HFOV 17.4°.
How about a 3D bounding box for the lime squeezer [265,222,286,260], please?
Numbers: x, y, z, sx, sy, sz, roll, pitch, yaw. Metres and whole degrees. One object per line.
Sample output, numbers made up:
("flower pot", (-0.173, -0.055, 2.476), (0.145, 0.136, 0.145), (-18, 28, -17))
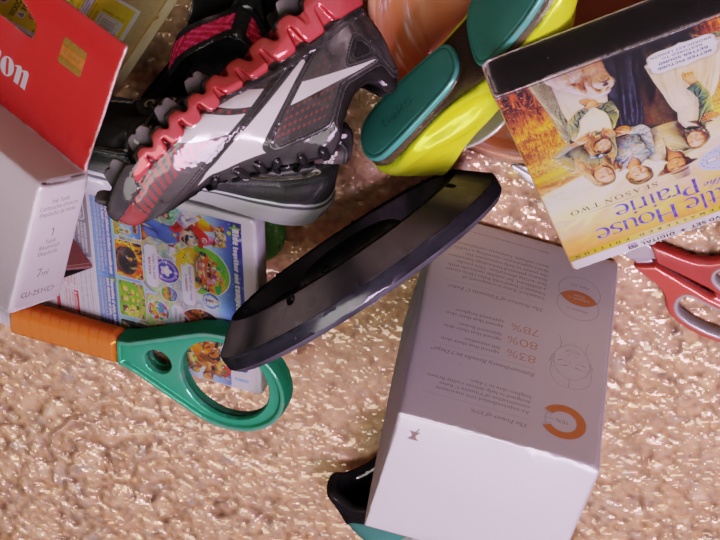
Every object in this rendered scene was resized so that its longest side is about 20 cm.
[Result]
("lime squeezer", (-0.094, -0.026, 1.523), (0.199, 0.038, 0.071), (-28, 121, 30))

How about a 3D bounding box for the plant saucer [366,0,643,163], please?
("plant saucer", (0.104, -0.154, 1.390), (0.199, 0.038, 0.201), (5, 127, 7))

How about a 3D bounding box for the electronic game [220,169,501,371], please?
("electronic game", (0.000, 0.000, 1.428), (0.199, 0.200, 0.042), (-30, 99, 28))

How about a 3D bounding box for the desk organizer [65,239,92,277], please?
("desk organizer", (-0.280, 0.012, 1.542), (0.199, 0.072, 0.077), (-18, 118, 32))

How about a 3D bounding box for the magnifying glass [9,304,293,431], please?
("magnifying glass", (-0.138, 0.055, 1.543), (0.199, 0.022, 0.080), (16, 131, 17))

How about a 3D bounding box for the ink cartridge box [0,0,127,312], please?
("ink cartridge box", (-0.239, -0.102, 1.405), (0.200, 0.045, 0.177), (37, 124, 28))

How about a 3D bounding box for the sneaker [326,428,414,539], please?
("sneaker", (0.059, 0.129, 1.593), (0.080, 0.072, 0.200), (37, 126, -23))

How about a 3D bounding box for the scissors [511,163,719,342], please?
("scissors", (0.176, -0.007, 1.503), (0.199, 0.014, 0.073), (20, 130, -7))

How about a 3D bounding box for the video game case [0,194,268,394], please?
("video game case", (-0.154, -0.002, 1.534), (0.199, 0.018, 0.144), (15, 130, 18))

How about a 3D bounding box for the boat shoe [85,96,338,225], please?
("boat shoe", (-0.108, -0.079, 1.431), (0.199, 0.069, 0.057), (11, 140, -8))

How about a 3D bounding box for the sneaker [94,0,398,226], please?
("sneaker", (-0.060, -0.083, 1.370), (0.200, 0.071, 0.098), (-40, 95, -5))

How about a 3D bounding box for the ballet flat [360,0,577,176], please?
("ballet flat", (0.078, -0.120, 1.366), (0.067, 0.067, 0.200), (18, 134, -31))

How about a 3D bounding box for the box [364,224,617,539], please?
("box", (0.084, 0.074, 1.464), (0.124, 0.200, 0.098), (16, 128, -1))

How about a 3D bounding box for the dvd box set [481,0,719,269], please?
("dvd box set", (0.165, -0.082, 1.372), (0.146, 0.030, 0.200), (-19, 147, 8))

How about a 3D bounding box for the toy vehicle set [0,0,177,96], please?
("toy vehicle set", (-0.185, -0.167, 1.438), (0.124, 0.027, 0.200), (30, 126, -13))

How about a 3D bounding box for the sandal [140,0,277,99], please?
("sandal", (-0.086, -0.125, 1.441), (0.075, 0.045, 0.200), (27, 127, -10))
